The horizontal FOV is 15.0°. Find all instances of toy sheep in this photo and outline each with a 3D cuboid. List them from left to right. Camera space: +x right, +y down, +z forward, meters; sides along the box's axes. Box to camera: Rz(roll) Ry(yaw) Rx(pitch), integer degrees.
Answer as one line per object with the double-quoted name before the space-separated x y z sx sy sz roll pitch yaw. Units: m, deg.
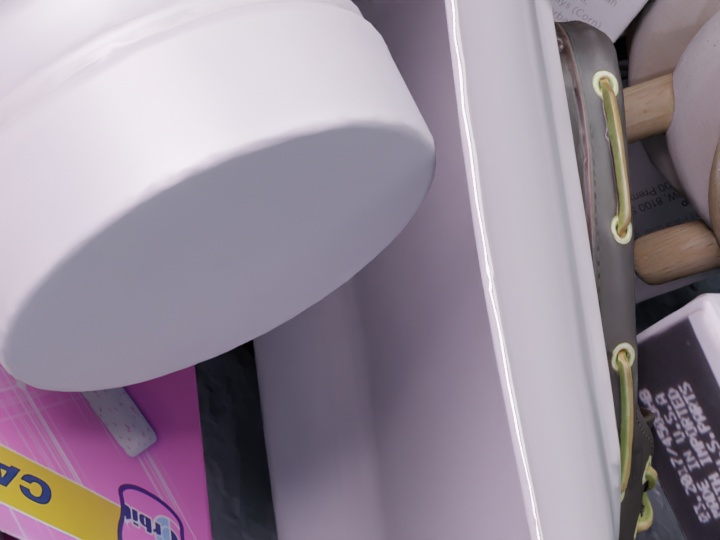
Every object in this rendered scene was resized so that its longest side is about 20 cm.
"toy sheep" 0.137 -0.065 0.782 0.138 0.138 0.200 43 40 -20

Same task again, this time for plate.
"plate" 0.011 0.005 0.592 0.032 0.200 0.201 -5 77 -14

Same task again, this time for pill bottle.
"pill bottle" -0.070 -0.084 0.533 0.119 0.120 0.200 4 52 -55

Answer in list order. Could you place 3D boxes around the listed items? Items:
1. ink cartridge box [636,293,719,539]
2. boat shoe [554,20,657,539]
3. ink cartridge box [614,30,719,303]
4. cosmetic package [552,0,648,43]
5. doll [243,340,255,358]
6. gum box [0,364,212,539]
"ink cartridge box" 0.166 0.101 0.759 0.200 0.047 0.198 4 58 -58
"boat shoe" 0.046 0.039 0.684 0.072 0.060 0.202 -153 -126 -68
"ink cartridge box" 0.079 -0.108 0.921 0.200 0.084 0.145 60 25 -21
"cosmetic package" 0.060 -0.127 0.767 0.071 0.200 0.102 31 21 -18
"doll" 0.000 0.000 0.762 0.200 0.048 0.137 5 51 -55
"gum box" -0.116 0.013 0.548 0.200 0.066 0.114 31 33 -36
